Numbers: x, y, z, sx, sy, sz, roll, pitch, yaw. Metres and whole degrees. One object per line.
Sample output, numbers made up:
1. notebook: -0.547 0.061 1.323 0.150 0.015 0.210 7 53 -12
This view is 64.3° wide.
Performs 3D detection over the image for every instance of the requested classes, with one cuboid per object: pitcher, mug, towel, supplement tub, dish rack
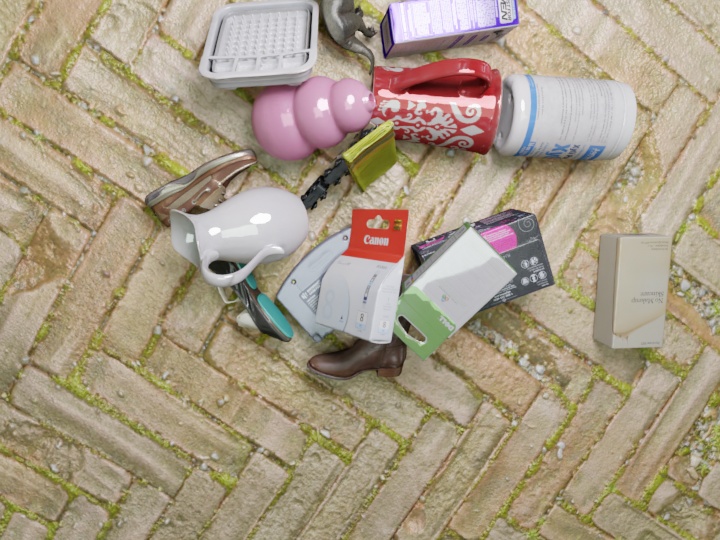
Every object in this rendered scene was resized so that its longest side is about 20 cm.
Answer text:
1. pitcher: -0.174 -0.049 0.895 0.199 0.172 0.122 -16 139 -31
2. mug: 0.115 -0.280 0.913 0.198 0.134 0.178 5 137 -2
3. towel: 0.022 -0.173 0.897 0.086 0.200 0.018 -36 83 2
4. supplement tub: 0.329 -0.251 0.947 0.198 0.132 0.133 2 100 -5
5. dish rack: -0.146 -0.340 0.871 0.170 0.201 0.044 -4 144 3

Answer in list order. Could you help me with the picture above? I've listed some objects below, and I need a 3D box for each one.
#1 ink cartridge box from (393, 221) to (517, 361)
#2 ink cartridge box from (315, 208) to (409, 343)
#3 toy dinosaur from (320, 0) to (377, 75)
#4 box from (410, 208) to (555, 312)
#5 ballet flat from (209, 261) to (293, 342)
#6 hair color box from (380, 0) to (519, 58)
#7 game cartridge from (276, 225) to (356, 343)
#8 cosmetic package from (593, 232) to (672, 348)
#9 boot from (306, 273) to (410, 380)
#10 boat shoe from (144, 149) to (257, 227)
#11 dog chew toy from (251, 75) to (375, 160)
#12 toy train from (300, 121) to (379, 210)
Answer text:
1. ink cartridge box: 0.133 0.032 0.897 0.104 0.059 0.200 43 101 -7
2. ink cartridge box: 0.000 0.000 0.900 0.047 0.160 0.202 7 91 -34
3. toy dinosaur: -0.029 -0.406 0.899 0.102 0.077 0.201 -30 125 -32
4. box: 0.206 -0.010 0.985 0.198 0.115 0.133 -20 102 0
5. ballet flat: -0.193 0.049 0.984 0.068 0.068 0.201 -33 91 11
6. hair color box: 0.138 -0.394 0.914 0.198 0.109 0.065 -9 99 -5
7. game cartridge: -0.043 0.015 1.004 0.200 0.041 0.133 -40 105 2
8. cosmetic package: 0.493 0.035 1.044 0.103 0.073 0.202 -2 99 -6
9. boot: 0.008 0.088 0.986 0.185 0.064 0.202 1 116 -20
10. boat shoe: -0.253 -0.135 0.942 0.199 0.076 0.072 -25 105 8
11. dog chew toy: -0.070 -0.241 0.885 0.198 0.124 0.126 -5 102 29
12. toy train: -0.031 -0.169 0.930 0.034 0.046 0.200 38 127 -17
